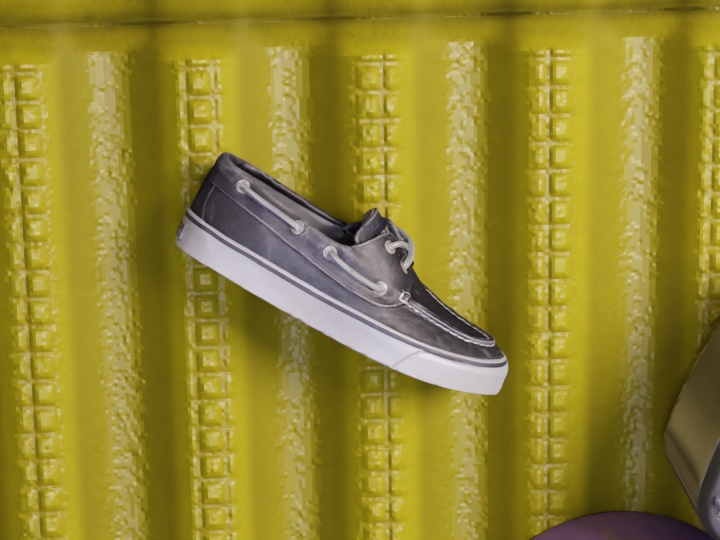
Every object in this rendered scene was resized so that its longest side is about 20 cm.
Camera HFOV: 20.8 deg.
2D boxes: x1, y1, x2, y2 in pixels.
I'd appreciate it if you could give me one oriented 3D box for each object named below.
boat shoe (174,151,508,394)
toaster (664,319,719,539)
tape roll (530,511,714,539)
[{"bbox_3d":[0.000,0.000,1.071,0.199,0.072,0.068,28,101,-3],"label":"boat shoe"},{"bbox_3d":[0.243,0.081,1.075,0.113,0.129,0.201,26,99,-9],"label":"toaster"},{"bbox_3d":[0.156,0.248,1.132,0.198,0.085,0.202,-1,104,-5],"label":"tape roll"}]
